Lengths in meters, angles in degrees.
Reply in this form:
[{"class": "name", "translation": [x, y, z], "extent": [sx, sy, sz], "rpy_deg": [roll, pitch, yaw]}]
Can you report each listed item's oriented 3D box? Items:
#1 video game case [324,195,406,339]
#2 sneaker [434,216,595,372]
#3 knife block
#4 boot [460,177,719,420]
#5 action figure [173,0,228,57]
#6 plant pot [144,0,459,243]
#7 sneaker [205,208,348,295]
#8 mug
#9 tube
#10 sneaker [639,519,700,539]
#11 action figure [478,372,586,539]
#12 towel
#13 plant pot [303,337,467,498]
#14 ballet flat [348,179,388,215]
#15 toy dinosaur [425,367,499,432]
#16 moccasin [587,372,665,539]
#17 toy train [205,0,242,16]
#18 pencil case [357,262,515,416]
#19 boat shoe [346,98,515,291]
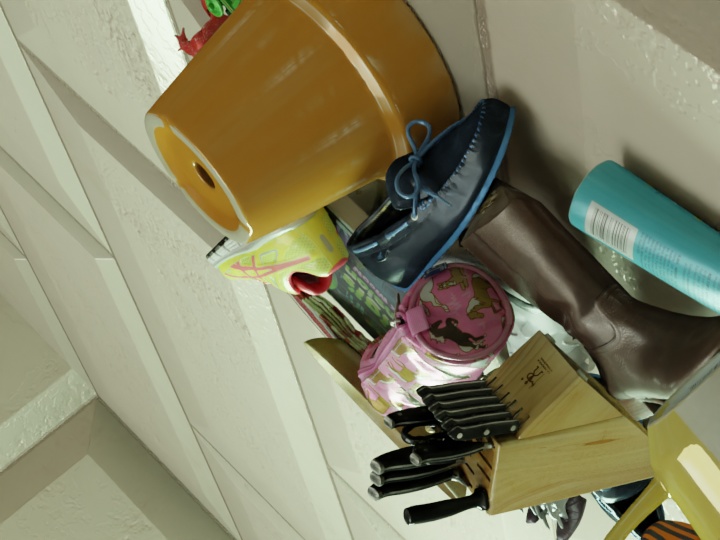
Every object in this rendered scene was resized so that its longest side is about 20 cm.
[{"class": "video game case", "translation": [0.000, 0.000, 1.634], "extent": [0.200, 0.023, 0.182], "rpy_deg": [45, 163, 11]}, {"class": "sneaker", "translation": [0.109, 0.016, 1.505], "extent": [0.200, 0.075, 0.115], "rpy_deg": [25, 147, 50]}, {"class": "knife block", "translation": [0.110, 0.140, 1.406], "extent": [0.200, 0.176, 0.064], "rpy_deg": [39, -170, -42]}, {"class": "boot", "translation": [0.164, 0.006, 1.316], "extent": [0.200, 0.064, 0.186], "rpy_deg": [48, 152, 1]}, {"class": "action figure", "translation": [-0.115, -0.157, 1.721], "extent": [0.099, 0.065, 0.200], "rpy_deg": [-145, 40, -73]}, {"class": "plant pot", "translation": [-0.057, -0.124, 1.457], "extent": [0.200, 0.183, 0.200], "rpy_deg": [46, 163, 18]}, {"class": "sneaker", "translation": [-0.067, -0.011, 1.610], "extent": [0.090, 0.078, 0.200], "rpy_deg": [48, 162, -5]}, {"class": "mug", "translation": [0.248, 0.136, 1.181], "extent": [0.153, 0.187, 0.149], "rpy_deg": [48, 155, 4]}, {"class": "tube", "translation": [0.224, -0.001, 1.222], "extent": [0.200, 0.050, 0.077], "rpy_deg": [36, 171, 28]}, {"class": "sneaker", "translation": [0.307, 0.239, 1.486], "extent": [0.200, 0.078, 0.112], "rpy_deg": [31, 152, 25]}, {"class": "action figure", "translation": [0.134, 0.158, 1.750], "extent": [0.130, 0.069, 0.200], "rpy_deg": [1, 136, 51]}, {"class": "towel", "translation": [0.000, 0.071, 1.741], "extent": [0.200, 0.023, 0.144], "rpy_deg": [41, 172, 44]}, {"class": "plant pot", "translation": [0.028, 0.126, 1.676], "extent": [0.200, 0.027, 0.200], "rpy_deg": [45, 175, 5]}, {"class": "ballet flat", "translation": [0.034, -0.045, 1.624], "extent": [0.200, 0.068, 0.067], "rpy_deg": [36, 139, 31]}, {"class": "toy dinosaur", "translation": [0.137, 0.104, 1.613], "extent": [0.101, 0.200, 0.058], "rpy_deg": [-33, 63, 40]}, {"class": "moccasin", "translation": [0.213, 0.152, 1.540], "extent": [0.200, 0.080, 0.068], "rpy_deg": [50, -176, -48]}, {"class": "toy train", "translation": [-0.097, -0.225, 1.610], "extent": [0.200, 0.042, 0.056], "rpy_deg": [50, 154, 5]}, {"class": "pencil case", "translation": [0.054, 0.060, 1.475], "extent": [0.087, 0.083, 0.200], "rpy_deg": [38, 160, 4]}, {"class": "boat shoe", "translation": [0.046, -0.054, 1.398], "extent": [0.069, 0.084, 0.200], "rpy_deg": [26, 131, -8]}]
